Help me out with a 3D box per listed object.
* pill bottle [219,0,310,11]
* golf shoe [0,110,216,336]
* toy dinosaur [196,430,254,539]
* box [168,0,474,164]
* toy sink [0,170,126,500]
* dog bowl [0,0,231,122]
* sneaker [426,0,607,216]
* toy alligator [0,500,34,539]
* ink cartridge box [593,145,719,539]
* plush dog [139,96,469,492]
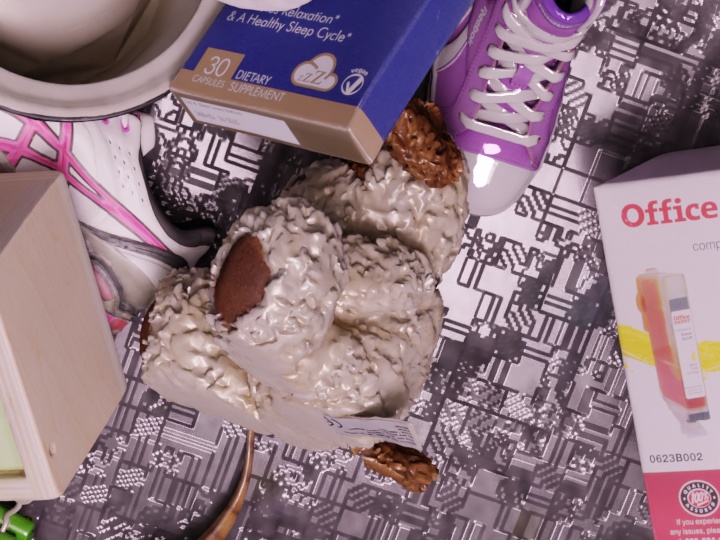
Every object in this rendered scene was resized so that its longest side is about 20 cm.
[{"bbox_3d":[-0.032,-0.233,1.187,0.112,0.112,0.201,25,70,-8],"label":"pill bottle"},{"bbox_3d":[-0.156,-0.067,1.296,0.092,0.073,0.201,-37,110,-6],"label":"golf shoe"},{"bbox_3d":[-0.108,0.177,1.359,0.200,0.060,0.107,-40,151,-23],"label":"toy dinosaur"},{"bbox_3d":[0.007,-0.147,1.206,0.201,0.121,0.032,-57,136,-21],"label":"box"},{"bbox_3d":[-0.238,0.037,1.256,0.198,0.112,0.131,-2,120,20],"label":"toy sink"},{"bbox_3d":[-0.156,-0.168,1.220,0.199,0.074,0.202,1,87,-28],"label":"dog bowl"},{"bbox_3d":[0.080,-0.113,1.260,0.072,0.114,0.202,12,107,-6],"label":"sneaker"},{"bbox_3d":[-0.194,0.154,1.343,0.059,0.054,0.201,25,128,1],"label":"toy alligator"},{"bbox_3d":[0.211,0.038,1.278,0.144,0.083,0.202,-7,97,33],"label":"ink cartridge box"},{"bbox_3d":[0.000,0.000,1.247,0.160,0.200,0.173,29,69,-12],"label":"plush dog"}]
